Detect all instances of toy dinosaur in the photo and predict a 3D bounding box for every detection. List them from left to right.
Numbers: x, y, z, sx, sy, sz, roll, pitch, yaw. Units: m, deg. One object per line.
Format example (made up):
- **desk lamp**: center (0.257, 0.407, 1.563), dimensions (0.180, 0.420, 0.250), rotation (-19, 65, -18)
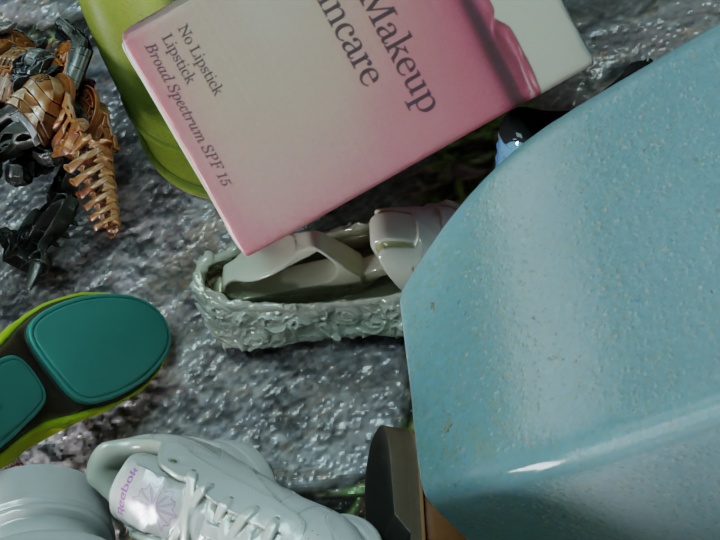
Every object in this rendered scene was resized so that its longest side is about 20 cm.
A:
- **toy dinosaur**: center (-0.187, -0.071, 1.244), dimensions (0.136, 0.102, 0.200), rotation (-56, 20, 8)

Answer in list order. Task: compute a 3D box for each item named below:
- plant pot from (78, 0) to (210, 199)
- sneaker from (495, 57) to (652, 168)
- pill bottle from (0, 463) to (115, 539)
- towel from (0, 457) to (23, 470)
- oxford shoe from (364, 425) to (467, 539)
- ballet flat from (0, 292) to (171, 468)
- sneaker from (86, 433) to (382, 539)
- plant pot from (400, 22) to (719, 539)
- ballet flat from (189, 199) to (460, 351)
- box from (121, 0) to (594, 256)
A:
- **plant pot**: center (-0.081, -0.175, 1.244), dimensions (0.200, 0.193, 0.201), rotation (-14, 51, 19)
- **sneaker**: center (0.159, -0.059, 1.079), dimensions (0.199, 0.090, 0.078), rotation (-10, 35, 9)
- **pill bottle**: center (-0.148, 0.196, 1.058), dimensions (0.111, 0.111, 0.200), rotation (-25, 48, 10)
- **towel**: center (-0.262, 0.086, 1.161), dimensions (0.144, 0.022, 0.200), rotation (-25, 76, -31)
- **oxford shoe**: center (0.046, 0.165, 1.013), dimensions (0.071, 0.071, 0.200), rotation (5, 62, -14)
- **ballet flat**: center (-0.179, 0.064, 1.160), dimensions (0.067, 0.067, 0.200), rotation (-34, -1, 34)
- **sneaker**: center (-0.063, 0.131, 1.050), dimensions (0.200, 0.099, 0.075), rotation (25, 97, 54)
- **plant pot**: center (0.131, 0.047, 0.973), dimensions (0.200, 0.196, 0.196), rotation (-23, 48, 19)
- **ballet flat**: center (0.000, 0.000, 1.157), dimensions (0.200, 0.072, 0.072), rotation (-13, 51, 19)
- **box**: center (-0.002, -0.114, 1.115), dimensions (0.200, 0.128, 0.109), rotation (-29, 8, 4)
